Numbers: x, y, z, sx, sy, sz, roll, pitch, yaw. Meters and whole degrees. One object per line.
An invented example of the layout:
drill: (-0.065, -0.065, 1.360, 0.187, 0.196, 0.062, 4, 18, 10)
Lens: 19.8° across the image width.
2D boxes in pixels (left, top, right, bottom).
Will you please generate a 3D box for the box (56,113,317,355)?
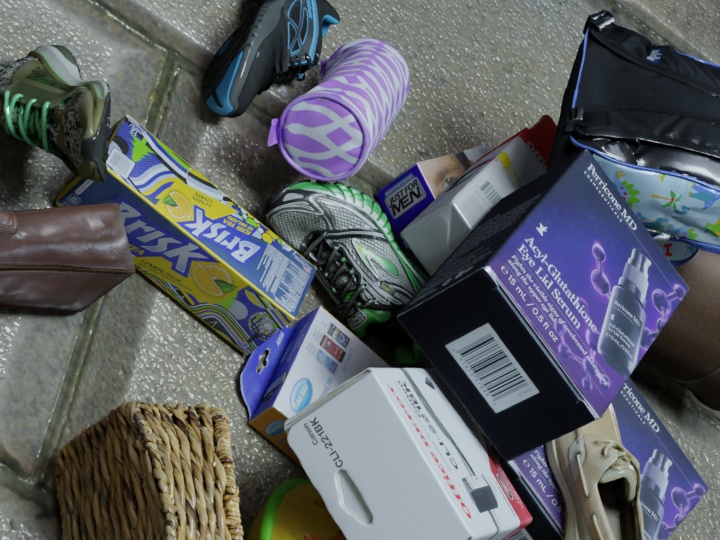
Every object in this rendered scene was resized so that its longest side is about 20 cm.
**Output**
box: (-0.136, -0.027, 1.622, 0.200, 0.070, 0.064, 40, 42, -16)

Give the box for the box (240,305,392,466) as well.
box: (-0.006, 0.122, 1.671, 0.200, 0.041, 0.119, 42, 43, -17)

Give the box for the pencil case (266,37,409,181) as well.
pencil case: (-0.014, -0.141, 1.757, 0.085, 0.084, 0.200, 17, 21, 5)

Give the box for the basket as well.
basket: (-0.113, 0.198, 1.445, 0.148, 0.143, 0.201, 12, 57, -37)

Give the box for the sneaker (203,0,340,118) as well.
sneaker: (-0.071, -0.192, 1.787, 0.082, 0.073, 0.201, 42, 44, -17)

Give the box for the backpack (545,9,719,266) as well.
backpack: (0.262, -0.096, 1.756, 0.199, 0.147, 0.184, 15, 47, 1)

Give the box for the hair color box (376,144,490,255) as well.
hair color box: (0.108, -0.005, 1.839, 0.109, 0.065, 0.201, -17, 75, -48)

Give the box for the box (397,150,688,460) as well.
box: (0.146, 0.025, 1.617, 0.148, 0.104, 0.200, 52, 42, -9)

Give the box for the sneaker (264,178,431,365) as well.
sneaker: (0.000, 0.000, 1.725, 0.200, 0.078, 0.085, 39, 45, -18)

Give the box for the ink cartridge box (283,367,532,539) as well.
ink cartridge box: (0.039, 0.152, 1.532, 0.145, 0.084, 0.200, 58, 13, 11)

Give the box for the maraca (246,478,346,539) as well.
maraca: (-0.028, 0.252, 1.518, 0.137, 0.107, 0.201, 10, 66, -54)

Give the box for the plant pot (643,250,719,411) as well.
plant pot: (0.290, 0.002, 1.913, 0.197, 0.200, 0.201, 24, 50, -23)

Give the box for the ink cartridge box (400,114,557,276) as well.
ink cartridge box: (0.132, -0.042, 1.785, 0.116, 0.067, 0.200, 54, 39, -5)

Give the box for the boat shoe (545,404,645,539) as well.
boat shoe: (0.196, 0.168, 1.651, 0.072, 0.065, 0.201, 21, 51, -31)

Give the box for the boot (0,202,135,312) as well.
boot: (-0.237, -0.045, 1.471, 0.199, 0.187, 0.064, 2, 40, -39)

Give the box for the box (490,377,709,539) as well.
box: (0.181, 0.191, 1.750, 0.148, 0.104, 0.200, 53, 42, -1)

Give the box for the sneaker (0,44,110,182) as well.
sneaker: (-0.241, -0.112, 1.538, 0.088, 0.200, 0.077, -6, 111, -23)
